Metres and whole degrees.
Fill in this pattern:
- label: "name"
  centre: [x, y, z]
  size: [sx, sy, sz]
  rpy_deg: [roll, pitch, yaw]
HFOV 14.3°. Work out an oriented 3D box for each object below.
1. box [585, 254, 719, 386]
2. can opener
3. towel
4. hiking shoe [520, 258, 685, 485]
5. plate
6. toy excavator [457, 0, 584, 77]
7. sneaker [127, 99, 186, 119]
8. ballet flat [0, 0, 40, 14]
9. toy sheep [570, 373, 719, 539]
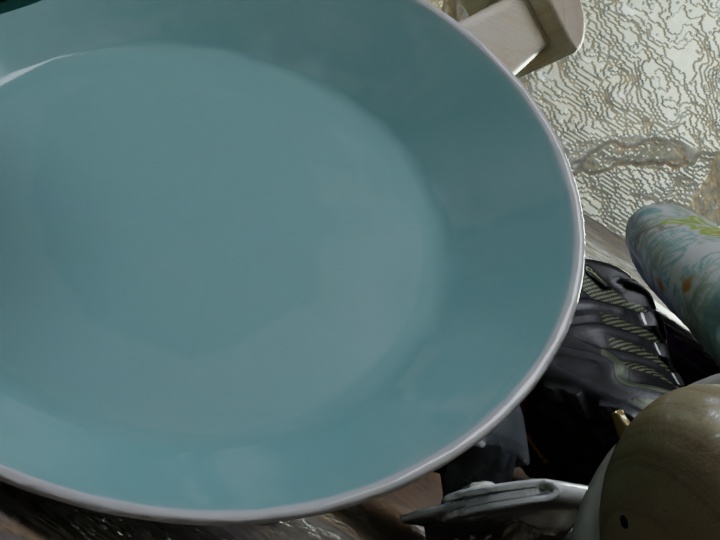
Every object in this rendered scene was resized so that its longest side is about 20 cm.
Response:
- label: "box"
  centre: [0.111, 0.055, 1.198]
  size: [0.200, 0.079, 0.141]
  rpy_deg: [38, 6, 40]
- label: "can opener"
  centre: [0.074, 0.065, 0.908]
  size: [0.053, 0.067, 0.200]
  rpy_deg: [-15, -13, 27]
- label: "towel"
  centre: [0.204, 0.048, 1.163]
  size: [0.200, 0.048, 0.171]
  rpy_deg: [33, 4, -12]
- label: "hiking shoe"
  centre: [0.095, 0.039, 1.059]
  size: [0.200, 0.076, 0.101]
  rpy_deg: [34, 47, 14]
- label: "plate"
  centre: [-0.044, -0.012, 0.708]
  size: [0.199, 0.026, 0.201]
  rpy_deg: [5, 48, -5]
- label: "toy excavator"
  centre: [-0.004, -0.091, 1.005]
  size: [0.200, 0.100, 0.195]
  rpy_deg: [45, 40, -31]
- label: "sneaker"
  centre: [-0.082, -0.022, 0.778]
  size: [0.199, 0.088, 0.076]
  rpy_deg: [31, 7, -12]
- label: "ballet flat"
  centre: [-0.126, -0.087, 0.688]
  size: [0.067, 0.199, 0.067]
  rpy_deg: [56, 28, -34]
- label: "toy sheep"
  centre: [0.131, 0.091, 0.783]
  size: [0.200, 0.138, 0.138]
  rpy_deg: [43, -1, -38]
